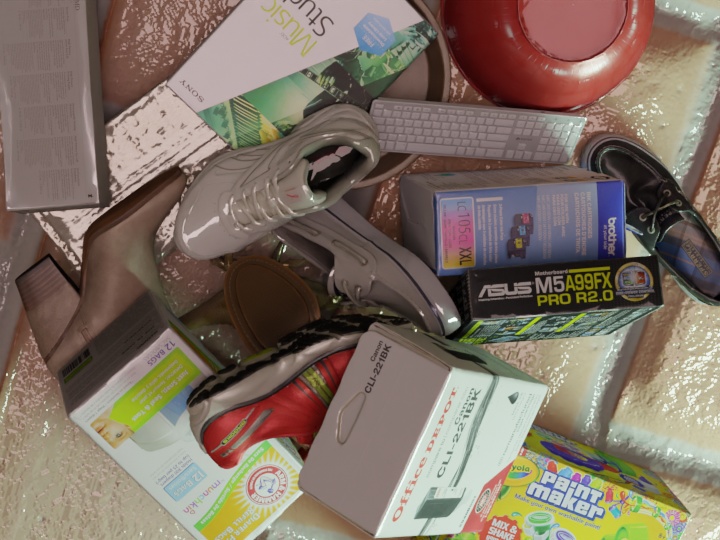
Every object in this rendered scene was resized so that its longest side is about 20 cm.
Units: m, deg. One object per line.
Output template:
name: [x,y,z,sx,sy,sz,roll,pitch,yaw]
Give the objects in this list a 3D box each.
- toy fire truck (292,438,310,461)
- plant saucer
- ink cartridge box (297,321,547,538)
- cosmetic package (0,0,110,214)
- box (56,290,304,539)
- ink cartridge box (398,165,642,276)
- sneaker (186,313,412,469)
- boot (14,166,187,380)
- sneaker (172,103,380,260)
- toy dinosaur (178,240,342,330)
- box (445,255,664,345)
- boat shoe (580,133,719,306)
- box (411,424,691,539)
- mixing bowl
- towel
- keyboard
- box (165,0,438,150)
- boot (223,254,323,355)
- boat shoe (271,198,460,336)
toy fire truck: [-0.124,0.149,1.236,0.141,0.049,0.201,-33,99,1]
plant saucer: [-0.018,-0.173,1.191,0.198,0.029,0.202,-1,101,-3]
ink cartridge box: [0.055,0.133,1.076,0.083,0.200,0.145,27,96,31]
cosmetic package: [-0.266,-0.152,1.145,0.082,0.051,0.202,-4,88,3]
box: [-0.147,0.134,1.129,0.112,0.101,0.200,-41,115,-3]
ink cartridge box: [0.145,-0.048,1.163,0.198,0.136,0.077,-6,101,-10]
sneaker: [-0.043,0.096,1.074,0.199,0.077,0.085,-24,104,-16]
boot: [-0.198,0.023,1.165,0.199,0.070,0.147,-34,104,6]
sneaker: [-0.070,-0.071,1.106,0.199,0.099,0.078,-33,109,1]
toy dinosaur: [-0.106,0.019,1.208,0.199,0.058,0.102,-12,103,-1]
box: [0.160,0.029,1.154,0.159,0.200,0.045,-4,81,-2]
boat shoe: [0.279,-0.043,1.216,0.070,0.066,0.200,-37,101,4]
box: [0.165,0.256,1.240,0.199,0.122,0.194,21,98,-8]
mixing bowl: [0.174,-0.231,1.153,0.199,0.108,0.202,-1,101,-5]
towel: [-0.194,-0.077,1.196,0.199,0.034,0.133,-35,102,2]
keyboard: [0.101,-0.123,1.184,0.198,0.011,0.057,3,130,-14]
box: [-0.051,-0.185,1.153,0.144,0.036,0.200,43,96,-12]
boot: [-0.051,0.087,1.185,0.073,0.155,0.200,-35,77,-11]
boat shoe: [0.000,0.000,1.140,0.066,0.072,0.200,-40,64,-17]
